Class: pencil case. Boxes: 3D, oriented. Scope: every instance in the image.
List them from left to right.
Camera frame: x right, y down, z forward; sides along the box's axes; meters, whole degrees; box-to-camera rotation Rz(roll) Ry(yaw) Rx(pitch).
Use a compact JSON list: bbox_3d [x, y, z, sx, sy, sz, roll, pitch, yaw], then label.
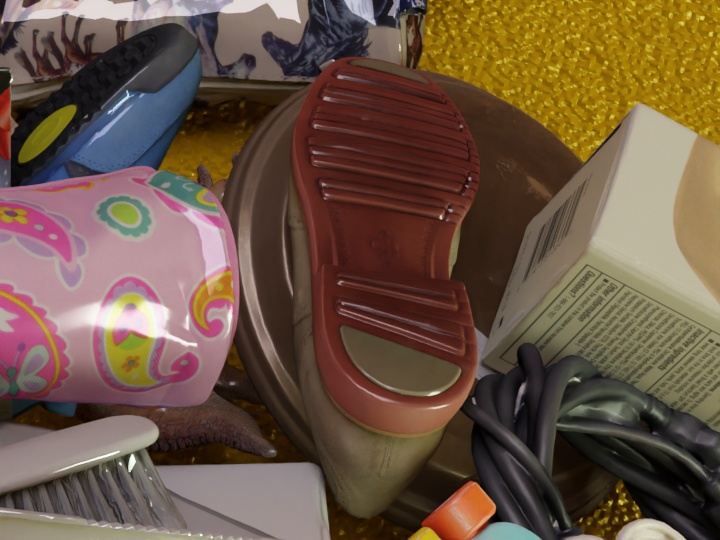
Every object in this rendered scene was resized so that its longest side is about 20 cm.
[{"bbox_3d":[-0.140,0.006,0.828,0.199,0.088,0.088,0,53,-29],"label":"pencil case"},{"bbox_3d":[-0.071,-0.101,1.095,0.199,0.078,0.090,-2,42,-3],"label":"pencil case"}]

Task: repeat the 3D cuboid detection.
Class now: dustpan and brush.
[{"bbox_3d":[-0.118,0.068,0.752,0.199,0.058,0.139,-12,19,-39],"label":"dustpan and brush"}]

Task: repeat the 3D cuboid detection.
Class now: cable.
[{"bbox_3d":[0.096,0.114,0.906,0.051,0.200,0.164,-24,37,37],"label":"cable"}]

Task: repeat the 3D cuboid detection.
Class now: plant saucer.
[{"bbox_3d":[0.038,0.007,1.000,0.199,0.029,0.201,15,60,-28],"label":"plant saucer"}]

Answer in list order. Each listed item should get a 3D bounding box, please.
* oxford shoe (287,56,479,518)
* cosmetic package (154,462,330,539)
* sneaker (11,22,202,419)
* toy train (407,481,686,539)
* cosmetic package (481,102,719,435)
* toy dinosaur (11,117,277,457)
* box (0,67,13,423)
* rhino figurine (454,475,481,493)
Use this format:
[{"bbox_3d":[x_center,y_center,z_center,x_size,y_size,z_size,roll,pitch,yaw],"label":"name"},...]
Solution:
[{"bbox_3d":[0.000,0.000,0.924,0.070,0.075,0.200,13,40,-8],"label":"oxford shoe"},{"bbox_3d":[-0.105,0.166,0.828,0.199,0.166,0.165,-1,17,-2],"label":"cosmetic package"},{"bbox_3d":[-0.116,-0.001,0.962,0.078,0.066,0.200,42,83,-21],"label":"sneaker"},{"bbox_3d":[0.056,0.165,0.781,0.150,0.056,0.201,19,49,-25],"label":"toy train"},{"bbox_3d":[0.158,0.031,0.963,0.199,0.105,0.071,28,56,-9],"label":"cosmetic package"},{"bbox_3d":[-0.102,0.013,1.017,0.135,0.086,0.201,-19,63,-14],"label":"toy dinosaur"},{"bbox_3d":[-0.213,-0.001,0.856,0.199,0.040,0.138,-1,94,-30],"label":"box"},{"bbox_3d":[0.072,0.176,0.915,0.060,0.087,0.201,-30,54,27],"label":"rhino figurine"}]
